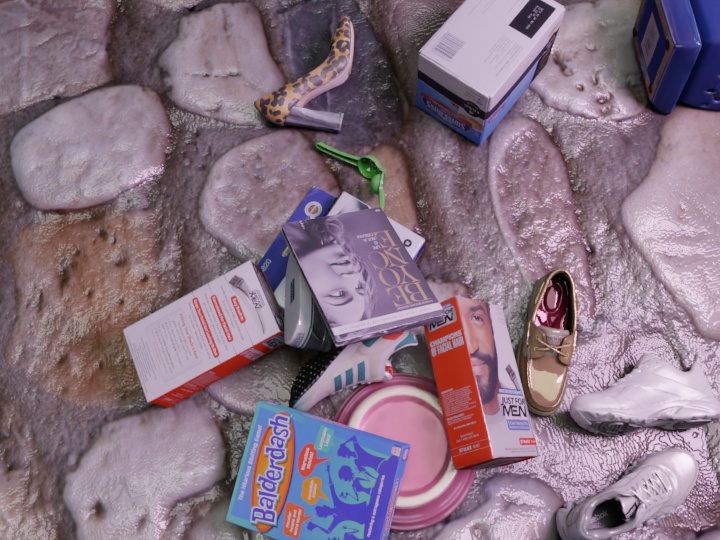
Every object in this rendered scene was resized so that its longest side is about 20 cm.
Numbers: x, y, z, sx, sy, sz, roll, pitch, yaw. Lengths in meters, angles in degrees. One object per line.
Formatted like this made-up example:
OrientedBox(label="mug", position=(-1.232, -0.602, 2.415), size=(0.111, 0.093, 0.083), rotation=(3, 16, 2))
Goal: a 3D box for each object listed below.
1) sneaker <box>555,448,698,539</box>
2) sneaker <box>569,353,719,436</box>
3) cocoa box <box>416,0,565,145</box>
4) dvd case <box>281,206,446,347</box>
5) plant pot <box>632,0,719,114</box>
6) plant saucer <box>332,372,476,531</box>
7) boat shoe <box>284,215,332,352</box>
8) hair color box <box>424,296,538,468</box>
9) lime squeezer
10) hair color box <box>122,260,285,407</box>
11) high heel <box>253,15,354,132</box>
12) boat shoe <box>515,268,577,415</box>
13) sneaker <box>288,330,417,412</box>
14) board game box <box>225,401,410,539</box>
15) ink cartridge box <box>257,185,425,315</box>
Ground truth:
OrientedBox(label="sneaker", position=(0.340, 0.282, 0.885), size=(0.199, 0.081, 0.076), rotation=(-28, 69, -11))
OrientedBox(label="sneaker", position=(0.364, 0.160, 0.942), size=(0.198, 0.078, 0.100), rotation=(-1, 62, -9))
OrientedBox(label="cocoa box", position=(0.193, -0.322, 1.095), size=(0.133, 0.131, 0.200), rotation=(35, 73, 14))
OrientedBox(label="dvd case", position=(0.000, 0.000, 0.910), size=(0.147, 0.016, 0.201), rotation=(-11, 51, -22))
OrientedBox(label="plant pot", position=(0.522, -0.360, 1.074), size=(0.178, 0.200, 0.202), rotation=(-8, 69, 6))
OrientedBox(label="plant saucer", position=(0.054, 0.229, 0.928), size=(0.198, 0.051, 0.203), rotation=(-1, 68, 2))
OrientedBox(label="boat shoe", position=(-0.058, 0.017, 0.959), size=(0.067, 0.072, 0.201), rotation=(18, 48, -22))
OrientedBox(label="hair color box", position=(0.152, 0.143, 0.914), size=(0.064, 0.110, 0.202), rotation=(-28, 63, 36))
OrientedBox(label="lime squeezer", position=(0.009, -0.138, 1.061), size=(0.070, 0.038, 0.201), rotation=(-4, 45, -35))
OrientedBox(label="hair color box", position=(-0.204, 0.086, 0.964), size=(0.199, 0.064, 0.112), rotation=(-28, 70, 5))
OrientedBox(label="high heel", position=(-0.086, -0.321, 1.131), size=(0.141, 0.071, 0.202), rotation=(9, 78, -2))
OrientedBox(label="boat shoe", position=(0.253, 0.091, 0.967), size=(0.073, 0.066, 0.202), rotation=(7, 69, 4))
OrientedBox(label="sneaker", position=(-0.009, 0.132, 0.935), size=(0.093, 0.070, 0.200), rotation=(37, 107, -17))
OrientedBox(label="board game box", position=(-0.053, 0.261, 0.882), size=(0.198, 0.045, 0.154), rotation=(12, 84, 20))
OrientedBox(label="ink cartridge box", position=(-0.039, -0.011, 1.028), size=(0.199, 0.041, 0.200), rotation=(29, 72, 12))
